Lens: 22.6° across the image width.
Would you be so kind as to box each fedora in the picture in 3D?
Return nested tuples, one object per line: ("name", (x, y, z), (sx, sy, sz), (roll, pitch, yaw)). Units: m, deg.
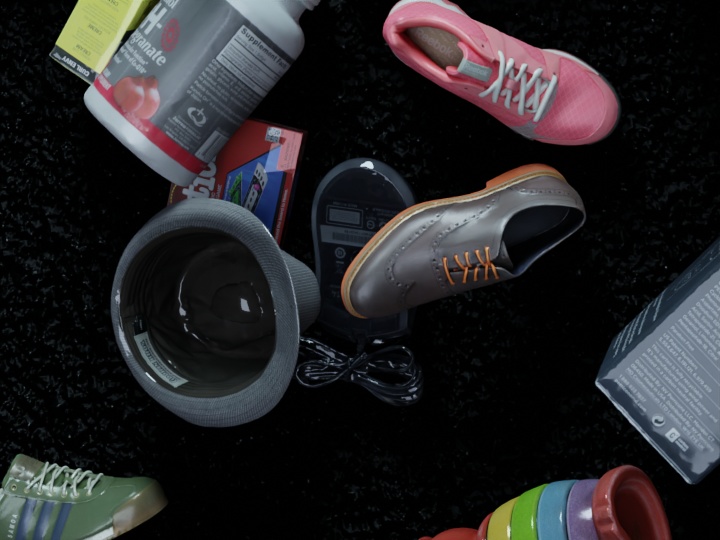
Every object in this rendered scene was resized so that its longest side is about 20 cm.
("fedora", (-0.101, 0.029, 1.419), (0.199, 0.090, 0.179), (-15, 89, 36))

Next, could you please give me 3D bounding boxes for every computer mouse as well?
("computer mouse", (0.000, 0.000, 1.444), (0.137, 0.053, 0.202), (13, 113, 13))

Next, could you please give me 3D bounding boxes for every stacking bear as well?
("stacking bear", (0.136, 0.227, 1.417), (0.198, 0.114, 0.122), (-18, 103, 27))

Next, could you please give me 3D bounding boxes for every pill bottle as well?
("pill bottle", (-0.114, -0.174, 1.400), (0.111, 0.111, 0.200), (41, 94, 4))

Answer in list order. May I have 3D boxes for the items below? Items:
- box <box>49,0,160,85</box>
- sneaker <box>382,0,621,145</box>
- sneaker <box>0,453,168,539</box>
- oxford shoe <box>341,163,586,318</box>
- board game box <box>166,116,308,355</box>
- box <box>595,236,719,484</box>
("box", (-0.171, -0.245, 1.429), (0.050, 0.075, 0.201), (33, 104, 4))
("sneaker", (0.101, -0.145, 1.371), (0.199, 0.087, 0.074), (25, 106, 8))
("sneaker", (-0.267, 0.196, 1.529), (0.199, 0.067, 0.091), (-22, 99, 19))
("oxford shoe", (0.078, -0.017, 1.369), (0.199, 0.073, 0.072), (-30, 117, -4))
("board game box", (-0.113, -0.029, 1.479), (0.102, 0.019, 0.202), (15, 103, 12))
("box", (0.283, 0.037, 1.325), (0.107, 0.148, 0.200), (45, 107, 2))
